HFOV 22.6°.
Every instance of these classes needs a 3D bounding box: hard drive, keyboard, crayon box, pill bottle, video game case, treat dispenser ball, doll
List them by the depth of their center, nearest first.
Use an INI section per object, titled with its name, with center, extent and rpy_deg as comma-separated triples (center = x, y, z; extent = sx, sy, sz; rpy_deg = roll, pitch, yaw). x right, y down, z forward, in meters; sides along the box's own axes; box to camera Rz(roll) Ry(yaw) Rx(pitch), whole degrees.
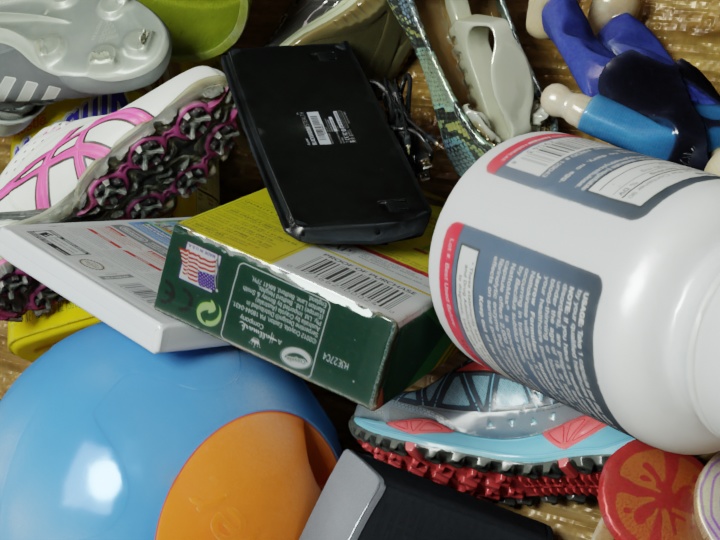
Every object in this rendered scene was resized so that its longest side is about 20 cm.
[pill bottle]
center = 0.130, 0.013, 0.788
extent = 0.200, 0.119, 0.120
rpy_deg = 25, 88, 56
[hard drive]
center = 0.014, 0.203, 0.888
extent = 0.200, 0.135, 0.042
rpy_deg = -69, 17, -5
[doll]
center = 0.149, -0.083, 0.905
extent = 0.200, 0.136, 0.049
rpy_deg = 58, 134, 47
[crayon box]
center = 0.000, 0.000, 0.933
extent = 0.127, 0.200, 0.051
rpy_deg = 24, 112, 19
[treat dispenser ball]
center = -0.106, 0.122, 0.956
extent = 0.201, 0.201, 0.201
rpy_deg = -13, 66, 31
[keyboard]
center = -0.010, -0.062, 0.964
extent = 0.200, 0.104, 0.040
rpy_deg = -111, 21, -53
[video game case]
center = -0.076, 0.003, 0.984
extent = 0.143, 0.200, 0.018
rpy_deg = 27, 112, 40

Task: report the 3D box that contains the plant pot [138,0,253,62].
[plant pot]
center = -0.106, -0.260, 1.047
extent = 0.200, 0.201, 0.193
rpy_deg = 9, 56, 37

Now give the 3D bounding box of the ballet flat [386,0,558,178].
[ballet flat]
center = 0.059, -0.141, 0.984
extent = 0.074, 0.074, 0.200
rpy_deg = -23, 90, 26

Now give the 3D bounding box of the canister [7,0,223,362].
[canister]
center = -0.154, -0.050, 1.127
extent = 0.148, 0.087, 0.200
rpy_deg = -15, 66, 29

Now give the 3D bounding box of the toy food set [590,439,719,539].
[toy food set]
center = 0.186, 0.153, 0.778
extent = 0.200, 0.049, 0.198
rpy_deg = -20, 67, -13

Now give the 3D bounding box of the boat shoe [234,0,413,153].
[boat shoe]
center = -0.004, -0.152, 1.075
extent = 0.201, 0.072, 0.066
rpy_deg = -43, 41, 11

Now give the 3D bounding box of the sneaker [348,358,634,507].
[sneaker]
center = 0.091, 0.069, 0.931
extent = 0.200, 0.079, 0.096
rpy_deg = 0, 61, 27

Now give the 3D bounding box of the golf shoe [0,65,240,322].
[golf shoe]
center = -0.158, -0.061, 1.038
extent = 0.200, 0.073, 0.092
rpy_deg = -36, 60, 14

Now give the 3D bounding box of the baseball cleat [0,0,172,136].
[baseball cleat]
center = -0.189, -0.123, 1.068
extent = 0.200, 0.107, 0.070
rpy_deg = 11, 62, 24
